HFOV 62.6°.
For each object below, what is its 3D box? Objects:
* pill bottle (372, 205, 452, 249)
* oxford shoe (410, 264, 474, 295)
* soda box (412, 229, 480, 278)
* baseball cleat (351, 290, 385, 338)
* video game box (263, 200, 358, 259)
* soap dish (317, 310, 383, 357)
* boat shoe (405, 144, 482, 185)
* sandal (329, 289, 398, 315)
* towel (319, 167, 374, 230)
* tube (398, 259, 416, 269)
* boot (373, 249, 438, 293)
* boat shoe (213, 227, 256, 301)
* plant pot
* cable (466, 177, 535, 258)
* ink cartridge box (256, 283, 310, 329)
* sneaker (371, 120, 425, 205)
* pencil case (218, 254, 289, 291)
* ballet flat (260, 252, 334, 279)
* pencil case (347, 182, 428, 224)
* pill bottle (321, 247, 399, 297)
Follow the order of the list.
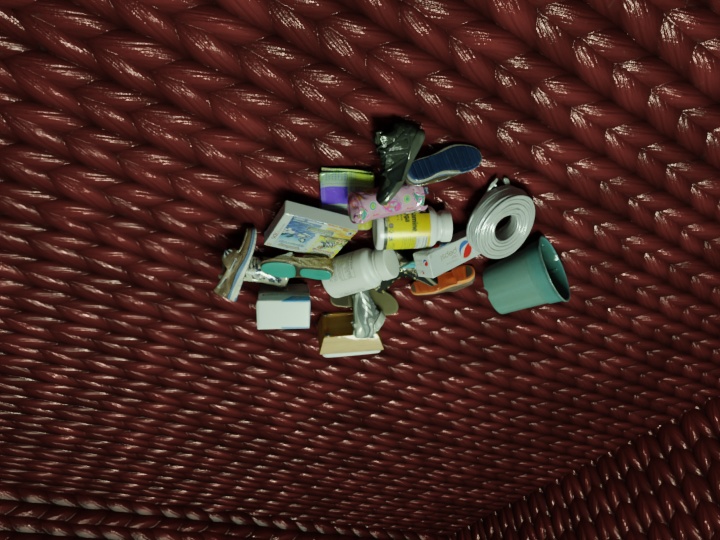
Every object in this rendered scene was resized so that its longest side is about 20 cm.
[{"bbox_3d":[0.136,-0.114,1.562,0.200,0.113,0.113,-3,139,-6],"label":"pill bottle"},{"bbox_3d":[0.252,0.046,1.798,0.200,0.071,0.073,-13,144,6],"label":"oxford shoe"},{"bbox_3d":[0.240,-0.047,1.604,0.200,0.064,0.068,-25,108,-31],"label":"soda box"},{"bbox_3d":[0.023,0.103,1.773,0.106,0.070,0.200,2,100,-13],"label":"baseball cleat"},{"bbox_3d":[-0.133,-0.101,1.553,0.200,0.047,0.182,12,154,-21],"label":"video game box"},{"bbox_3d":[-0.035,0.194,1.867,0.200,0.157,0.081,-4,122,-4],"label":"soap dish"},{"bbox_3d":[0.197,-0.255,1.445,0.200,0.072,0.072,-14,172,-14],"label":"boat shoe"},{"bbox_3d":[0.008,0.097,1.837,0.211,0.078,0.070,8,169,-8],"label":"sandal"},{"bbox_3d":[-0.035,-0.177,1.519,0.143,0.023,0.200,4,139,0],"label":"towel"},{"bbox_3d":[0.204,-0.033,1.658,0.200,0.050,0.077,-13,169,-30],"label":"tube"},{"bbox_3d":[0.115,0.012,1.733,0.200,0.073,0.151,32,125,-32],"label":"boot"},{"bbox_3d":[-0.328,-0.024,1.551,0.072,0.200,0.072,19,175,-13],"label":"boat shoe"},{"bbox_3d":[0.477,0.028,1.730,0.196,0.200,0.200,-24,137,29],"label":"plant pot"},{"bbox_3d":[0.376,-0.126,1.572,0.200,0.069,0.200,27,104,-41],"label":"cable"},{"bbox_3d":[-0.217,0.099,1.681,0.144,0.200,0.085,0,103,-6],"label":"ink cartridge box"},{"bbox_3d":[0.061,-0.256,1.374,0.114,0.076,0.200,22,98,-19],"label":"sneaker"},{"bbox_3d":[-0.292,0.001,1.647,0.200,0.090,0.078,9,136,-17],"label":"pencil case"},{"bbox_3d":[-0.170,-0.015,1.613,0.200,0.065,0.071,8,138,-4],"label":"ballet flat"},{"bbox_3d":[0.067,-0.169,1.467,0.200,0.088,0.088,-13,143,-23],"label":"pencil case"},{"bbox_3d":[0.000,0.000,1.644,0.200,0.115,0.114,-16,140,28],"label":"pill bottle"}]
